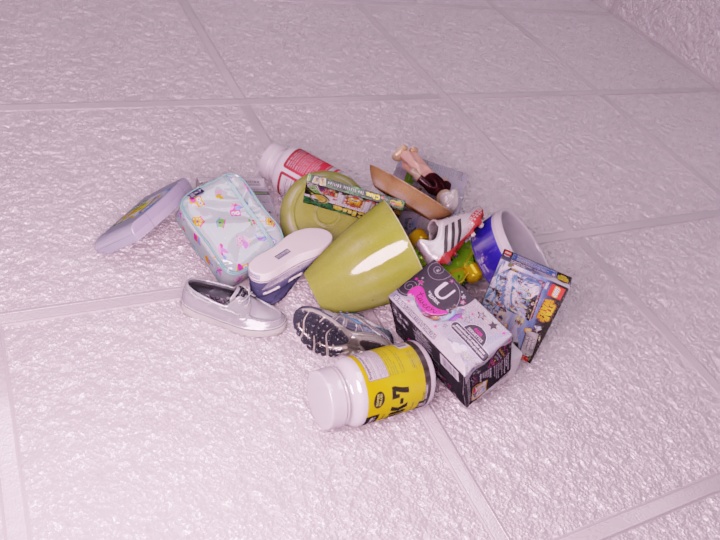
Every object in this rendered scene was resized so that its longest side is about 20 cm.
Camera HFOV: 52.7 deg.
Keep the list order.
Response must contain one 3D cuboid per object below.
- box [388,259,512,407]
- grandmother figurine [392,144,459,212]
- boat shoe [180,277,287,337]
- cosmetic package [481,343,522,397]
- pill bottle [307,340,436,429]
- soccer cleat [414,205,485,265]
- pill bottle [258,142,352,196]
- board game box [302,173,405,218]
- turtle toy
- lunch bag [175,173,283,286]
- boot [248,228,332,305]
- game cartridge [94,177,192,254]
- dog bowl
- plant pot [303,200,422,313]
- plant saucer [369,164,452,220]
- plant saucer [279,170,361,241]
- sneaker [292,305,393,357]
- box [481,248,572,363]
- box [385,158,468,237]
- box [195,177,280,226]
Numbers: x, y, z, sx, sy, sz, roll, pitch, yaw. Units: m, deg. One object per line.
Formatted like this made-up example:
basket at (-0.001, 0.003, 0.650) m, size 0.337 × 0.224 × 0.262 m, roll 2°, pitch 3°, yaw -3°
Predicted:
box at (0.156, 0.106, 1.250) m, size 0.114 × 0.133 × 0.200 m, roll -37°, pitch 58°, yaw -14°
grandmother figurine at (0.155, -0.198, 1.606) m, size 0.119 × 0.061 × 0.201 m, roll -5°, pitch 45°, yaw -36°
boat shoe at (-0.226, 0.062, 1.303) m, size 0.196 × 0.072 × 0.071 m, roll 14°, pitch 39°, yaw -3°
cosmetic package at (0.196, 0.130, 1.365) m, size 0.100 × 0.072 × 0.200 m, roll -24°, pitch 54°, yaw -27°
pill bottle at (0.018, 0.191, 1.206) m, size 0.196 × 0.116 × 0.115 m, roll -11°, pitch 46°, yaw -29°
soccer cleat at (0.181, -0.081, 1.447) m, size 0.085 × 0.069 × 0.200 m, roll 44°, pitch 56°, yaw -1°
pill bottle at (-0.124, -0.203, 1.616) m, size 0.198 × 0.114 × 0.112 m, roll 30°, pitch 41°, yaw 15°
board game box at (-0.016, -0.137, 1.451) m, size 0.196 × 0.105 × 0.024 m, roll 15°, pitch 73°, yaw -4°
turtle toy at (0.183, -0.016, 1.511) m, size 0.197 × 0.102 × 0.147 m, roll -14°, pitch 62°, yaw -30°
lunch bag at (-0.251, -0.087, 1.406) m, size 0.159 × 0.077 × 0.201 m, roll -33°, pitch 82°, yaw -29°
boot at (-0.136, -0.006, 1.393) m, size 0.198 × 0.092 × 0.072 m, roll -29°, pitch 51°, yaw -36°
game cartridge at (-0.412, -0.110, 1.405) m, size 0.131 × 0.041 × 0.201 m, roll -15°, pitch 27°, yaw 30°
dog bowl at (0.317, -0.023, 1.514) m, size 0.199 × 0.078 × 0.203 m, roll 40°, pitch 32°, yaw -31°
plant pot at (0.000, 0.000, 1.371) m, size 0.197 × 0.188 × 0.189 m, roll -28°, pitch 49°, yaw -2°
plant saucer at (0.096, -0.152, 1.494) m, size 0.198 × 0.036 × 0.200 m, roll 31°, pitch 4°, yaw -2°
plant saucer at (-0.070, -0.115, 1.509) m, size 0.195 × 0.031 × 0.205 m, roll 2°, pitch 77°, yaw -7°
sneaker at (-0.029, 0.113, 1.326) m, size 0.197 × 0.079 × 0.087 m, roll 24°, pitch 29°, yaw -4°
box at (0.299, 0.071, 1.378) m, size 0.135 × 0.203 × 0.040 m, roll 24°, pitch 40°, yaw 9°
box at (0.148, -0.167, 1.683) m, size 0.173 × 0.098 × 0.202 m, roll 19°, pitch 39°, yaw 1°
box at (-0.258, -0.121, 1.531) m, size 0.153 × 0.042 × 0.202 m, roll -3°, pitch 42°, yaw -22°
